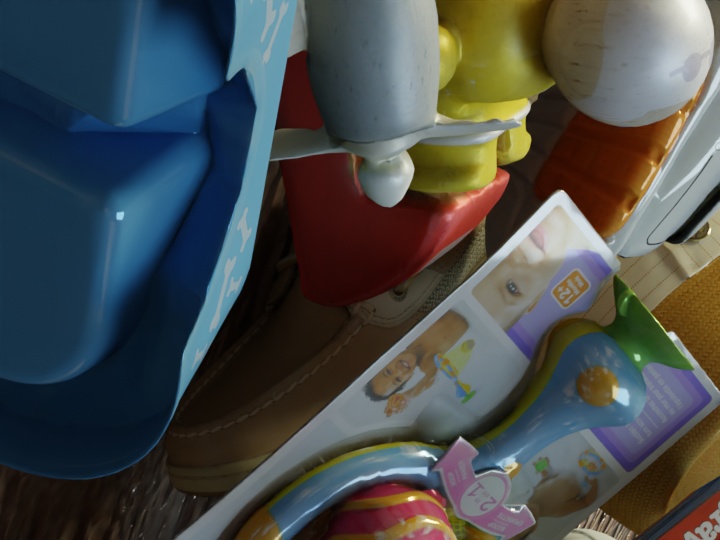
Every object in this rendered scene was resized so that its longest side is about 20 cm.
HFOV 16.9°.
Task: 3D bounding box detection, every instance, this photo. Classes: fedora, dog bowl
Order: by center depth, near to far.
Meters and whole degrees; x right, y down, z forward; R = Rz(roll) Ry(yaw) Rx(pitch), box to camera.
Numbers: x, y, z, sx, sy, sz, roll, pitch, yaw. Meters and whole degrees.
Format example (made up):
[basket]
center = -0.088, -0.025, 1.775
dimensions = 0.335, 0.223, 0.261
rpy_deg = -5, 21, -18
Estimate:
[dog bowl]
center = -0.068, -0.045, 0.533
dimensions = 0.050, 0.111, 0.201
rpy_deg = -46, 156, -45
[fedora]
center = 0.127, 0.038, 0.869
dimensions = 0.200, 0.082, 0.201
rpy_deg = -33, 148, -24

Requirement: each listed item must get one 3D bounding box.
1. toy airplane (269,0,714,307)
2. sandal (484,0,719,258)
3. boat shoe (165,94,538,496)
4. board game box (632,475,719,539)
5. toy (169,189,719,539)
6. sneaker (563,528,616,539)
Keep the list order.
[toy airplane]
center = 0.036, -0.094, 0.644
dimensions = 0.201, 0.141, 0.199
rpy_deg = -55, 159, -12
[sandal]
center = 0.111, -0.064, 0.752
dimensions = 0.059, 0.079, 0.207
rpy_deg = 20, 115, -27
[boat shoe]
center = 0.000, 0.000, 0.813
dimensions = 0.200, 0.071, 0.065
rpy_deg = -42, 118, -35
[board game box]
center = 0.048, 0.125, 0.751
dimensions = 0.200, 0.019, 0.103
rpy_deg = -36, 174, -16
[toy]
center = 0.017, 0.083, 0.693
dimensions = 0.200, 0.047, 0.115
rpy_deg = -44, 133, -1
[sneaker]
center = 0.060, 0.129, 0.909
dimensions = 0.075, 0.100, 0.200
rpy_deg = -38, -175, 18
